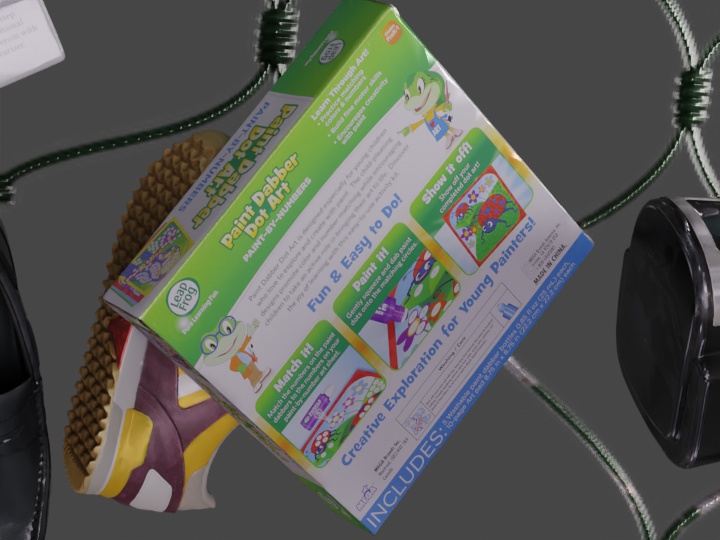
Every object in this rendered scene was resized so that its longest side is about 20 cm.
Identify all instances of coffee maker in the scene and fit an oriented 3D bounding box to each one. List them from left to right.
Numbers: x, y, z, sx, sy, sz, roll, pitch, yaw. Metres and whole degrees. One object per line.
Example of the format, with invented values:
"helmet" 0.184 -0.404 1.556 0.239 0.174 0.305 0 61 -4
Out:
"coffee maker" 0.248 0.042 1.185 0.199 0.135 0.193 -8 104 -11

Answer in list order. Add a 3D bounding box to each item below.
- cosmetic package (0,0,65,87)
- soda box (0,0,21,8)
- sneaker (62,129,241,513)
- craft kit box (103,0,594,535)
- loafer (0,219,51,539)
"cosmetic package" -0.228 -0.177 1.056 0.101 0.071 0.201 -23 106 -7
"soda box" -0.207 -0.138 0.996 0.199 0.068 0.064 -21 104 -8
"sneaker" -0.085 0.028 1.139 0.090 0.075 0.201 15 102 -27
"craft kit box" 0.000 0.000 1.118 0.200 0.048 0.198 -51 128 -11
"loafer" -0.195 0.063 1.114 0.068 0.070 0.202 -9 103 -11
